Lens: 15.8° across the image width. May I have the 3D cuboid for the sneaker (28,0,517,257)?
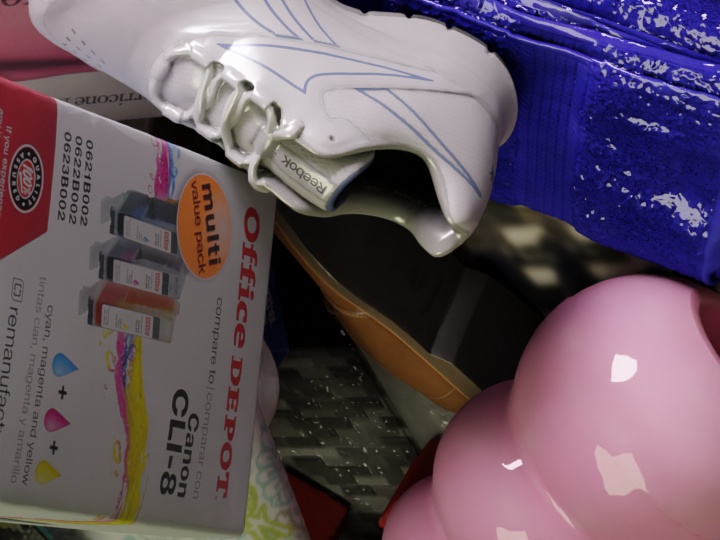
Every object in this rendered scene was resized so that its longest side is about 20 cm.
[{"bbox_3d":[-0.031,-0.071,0.978,0.199,0.087,0.075,19,135,-13],"label":"sneaker"}]

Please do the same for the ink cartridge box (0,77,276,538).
[{"bbox_3d":[-0.143,0.017,0.958,0.144,0.146,0.200,2,172,29],"label":"ink cartridge box"}]

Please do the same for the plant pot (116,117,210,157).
[{"bbox_3d":[-0.163,-0.051,1.161,0.173,0.201,0.201,3,136,10],"label":"plant pot"}]

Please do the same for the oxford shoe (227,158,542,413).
[{"bbox_3d":[0.000,0.000,1.171,0.200,0.071,0.071,48,145,-20],"label":"oxford shoe"}]

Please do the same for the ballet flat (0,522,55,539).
[{"bbox_3d":[-0.187,0.103,1.079,0.069,0.071,0.200,-19,124,22],"label":"ballet flat"}]

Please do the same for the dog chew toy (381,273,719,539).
[{"bbox_3d":[0.089,0.091,1.120,0.200,0.125,0.125,-40,105,24],"label":"dog chew toy"}]

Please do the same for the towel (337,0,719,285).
[{"bbox_3d":[0.068,-0.072,1.053,0.199,0.050,0.148,22,141,16],"label":"towel"}]

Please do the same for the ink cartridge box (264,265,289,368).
[{"bbox_3d":[-0.137,-0.003,1.290,0.199,0.044,0.094,16,142,22],"label":"ink cartridge box"}]

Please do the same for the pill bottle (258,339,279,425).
[{"bbox_3d":[-0.118,0.102,1.252,0.116,0.117,0.200,33,134,1],"label":"pill bottle"}]

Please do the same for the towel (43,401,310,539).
[{"bbox_3d":[-0.133,0.090,1.139,0.199,0.048,0.172,-10,127,14],"label":"towel"}]

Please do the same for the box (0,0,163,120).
[{"bbox_3d":[-0.125,-0.158,1.010,0.127,0.109,0.200,-5,145,-16],"label":"box"}]

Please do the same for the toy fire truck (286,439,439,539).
[{"bbox_3d":[0.045,0.155,1.326,0.200,0.049,0.141,32,144,1],"label":"toy fire truck"}]
